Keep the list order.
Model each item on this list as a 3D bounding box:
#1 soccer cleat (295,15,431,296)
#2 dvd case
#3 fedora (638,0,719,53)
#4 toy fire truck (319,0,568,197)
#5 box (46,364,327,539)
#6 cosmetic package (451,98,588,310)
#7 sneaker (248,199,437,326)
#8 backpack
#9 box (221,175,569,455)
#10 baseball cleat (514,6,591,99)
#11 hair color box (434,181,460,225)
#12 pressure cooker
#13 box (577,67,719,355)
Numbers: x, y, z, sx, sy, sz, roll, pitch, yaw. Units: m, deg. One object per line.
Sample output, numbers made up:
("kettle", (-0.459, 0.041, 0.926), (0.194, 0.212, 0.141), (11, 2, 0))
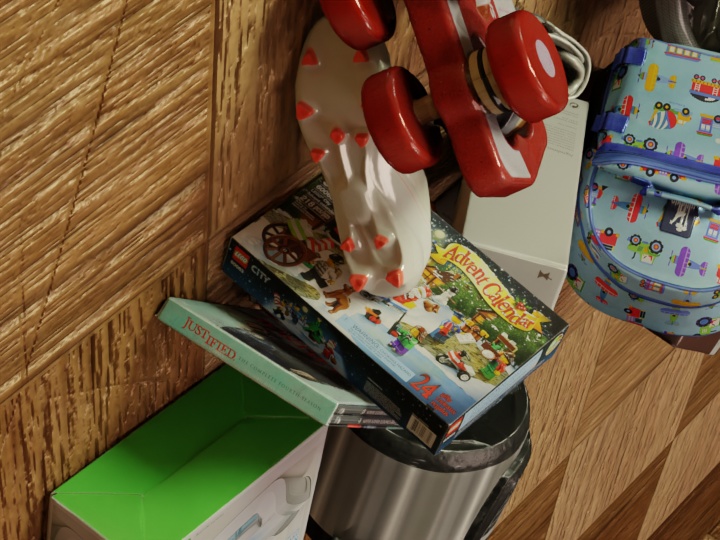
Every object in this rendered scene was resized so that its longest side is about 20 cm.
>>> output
("soccer cleat", (0.005, -0.079, 1.327), (0.078, 0.069, 0.200), (-51, 134, -56))
("dvd case", (-0.038, 0.066, 1.412), (0.022, 0.146, 0.200), (-61, 158, 5))
("fedora", (0.288, -0.248, 1.640), (0.177, 0.090, 0.200), (-5, 106, -32))
("toy fire truck", (0.070, -0.144, 1.260), (0.112, 0.200, 0.168), (-23, 174, 24))
("box", (-0.132, 0.190, 1.480), (0.200, 0.097, 0.177), (-36, 151, -40))
("cosmetic package", (0.115, -0.040, 1.530), (0.200, 0.085, 0.108), (-75, -179, -48))
("sneaker", (0.000, 0.000, 1.486), (0.200, 0.077, 0.073), (-32, 149, -46))
("backpack", (0.248, -0.058, 1.576), (0.135, 0.182, 0.200), (89, 21, -75))
("box", (0.024, 0.018, 1.388), (0.137, 0.200, 0.038), (-37, 159, -37))
("baseball cleat", (0.123, -0.149, 1.469), (0.070, 0.106, 0.200), (-63, 160, 10))
("hair color box", (0.094, -0.009, 1.634), (0.200, 0.099, 0.061), (-41, 157, -28))
("pressure cooker", (0.035, 0.155, 1.670), (0.176, 0.179, 0.200), (-6, 135, -29))
("box", (0.260, -0.049, 1.781), (0.166, 0.200, 0.164), (-57, 158, 8))
